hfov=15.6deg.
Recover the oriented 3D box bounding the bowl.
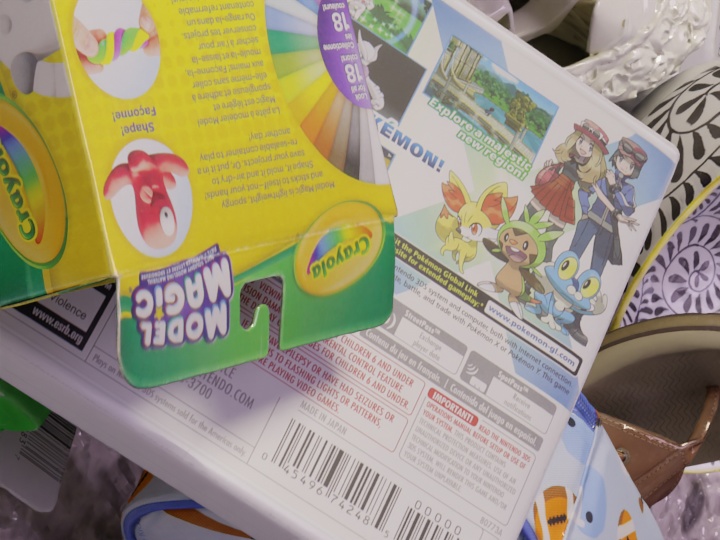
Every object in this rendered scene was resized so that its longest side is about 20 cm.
[{"bbox_3d":[0.157,-0.023,1.057,0.200,0.094,0.201,-22,140,-20],"label":"bowl"}]

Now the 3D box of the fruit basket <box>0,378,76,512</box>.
[{"bbox_3d":[-0.130,-0.054,0.801,0.185,0.093,0.200,49,36,-43],"label":"fruit basket"}]

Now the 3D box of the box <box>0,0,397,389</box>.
[{"bbox_3d":[-0.055,-0.073,0.677,0.117,0.048,0.201,-12,87,-51],"label":"box"}]

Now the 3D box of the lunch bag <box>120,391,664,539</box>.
[{"bbox_3d":[0.016,0.102,0.859,0.200,0.160,0.076,60,36,-39],"label":"lunch bag"}]

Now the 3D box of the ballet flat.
[{"bbox_3d":[0.058,-0.089,0.990,0.200,0.072,0.072,-22,110,-22],"label":"ballet flat"}]

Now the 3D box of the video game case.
[{"bbox_3d":[-0.020,-0.018,0.751,0.200,0.022,0.183,33,59,-11],"label":"video game case"}]

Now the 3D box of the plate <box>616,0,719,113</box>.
[{"bbox_3d":[0.151,-0.105,1.175,0.200,0.032,0.200,53,41,-57],"label":"plate"}]

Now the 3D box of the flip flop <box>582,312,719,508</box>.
[{"bbox_3d":[0.076,0.071,0.980,0.081,0.199,0.058,72,5,-48],"label":"flip flop"}]
